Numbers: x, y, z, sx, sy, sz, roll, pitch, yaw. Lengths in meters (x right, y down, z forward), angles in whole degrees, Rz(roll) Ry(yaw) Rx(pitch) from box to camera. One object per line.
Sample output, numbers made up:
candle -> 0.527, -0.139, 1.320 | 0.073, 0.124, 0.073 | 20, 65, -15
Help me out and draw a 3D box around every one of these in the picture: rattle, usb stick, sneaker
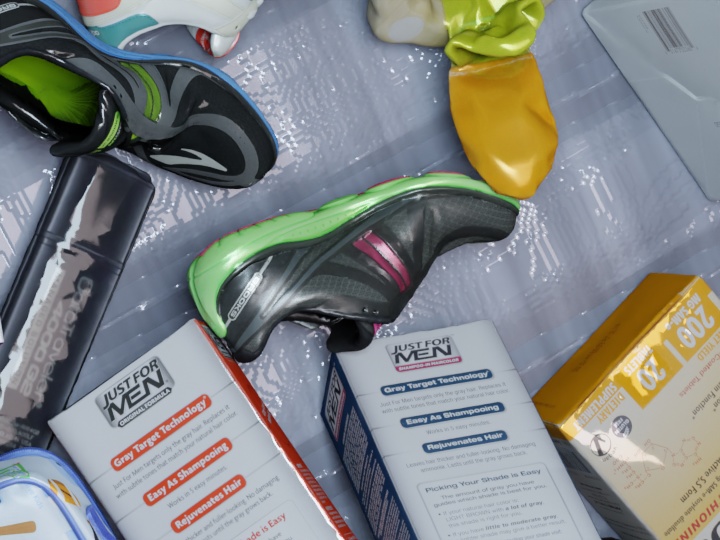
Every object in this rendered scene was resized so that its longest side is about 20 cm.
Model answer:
rattle -> 0.084, -0.160, 1.390 | 0.129, 0.200, 0.144 | 16, 49, -20
usb stick -> -0.170, 0.029, 1.407 | 0.055, 0.033, 0.201 | 24, 83, -22
sneaker -> -0.068, -0.172, 1.430 | 0.199, 0.070, 0.094 | -16, 114, -20
sneaker -> -0.134, -0.084, 1.375 | 0.199, 0.071, 0.083 | 24, 39, -30
sneaker -> 0.000, 0.000, 1.434 | 0.199, 0.077, 0.084 | -18, 87, -21

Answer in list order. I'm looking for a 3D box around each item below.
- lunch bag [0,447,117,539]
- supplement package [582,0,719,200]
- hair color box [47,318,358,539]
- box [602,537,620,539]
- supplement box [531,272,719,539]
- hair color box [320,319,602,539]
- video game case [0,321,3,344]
lunch bag -> -0.176, 0.204, 1.369 | 0.160, 0.076, 0.201 | -30, 102, 1
supplement package -> 0.273, -0.157, 1.471 | 0.200, 0.191, 0.147 | -40, 103, -15
hair color box -> -0.069, 0.136, 1.386 | 0.101, 0.061, 0.201 | -34, 84, 3
box -> 0.070, 0.209, 1.471 | 0.199, 0.075, 0.101 | -1, 90, -21
supplement box -> 0.206, 0.115, 1.515 | 0.126, 0.073, 0.200 | -46, 104, -12
hair color box -> 0.057, 0.123, 1.407 | 0.099, 0.201, 0.061 | -8, 137, -18
video game case -> -0.291, -0.045, 1.352 | 0.180, 0.036, 0.201 | -8, 87, -18
